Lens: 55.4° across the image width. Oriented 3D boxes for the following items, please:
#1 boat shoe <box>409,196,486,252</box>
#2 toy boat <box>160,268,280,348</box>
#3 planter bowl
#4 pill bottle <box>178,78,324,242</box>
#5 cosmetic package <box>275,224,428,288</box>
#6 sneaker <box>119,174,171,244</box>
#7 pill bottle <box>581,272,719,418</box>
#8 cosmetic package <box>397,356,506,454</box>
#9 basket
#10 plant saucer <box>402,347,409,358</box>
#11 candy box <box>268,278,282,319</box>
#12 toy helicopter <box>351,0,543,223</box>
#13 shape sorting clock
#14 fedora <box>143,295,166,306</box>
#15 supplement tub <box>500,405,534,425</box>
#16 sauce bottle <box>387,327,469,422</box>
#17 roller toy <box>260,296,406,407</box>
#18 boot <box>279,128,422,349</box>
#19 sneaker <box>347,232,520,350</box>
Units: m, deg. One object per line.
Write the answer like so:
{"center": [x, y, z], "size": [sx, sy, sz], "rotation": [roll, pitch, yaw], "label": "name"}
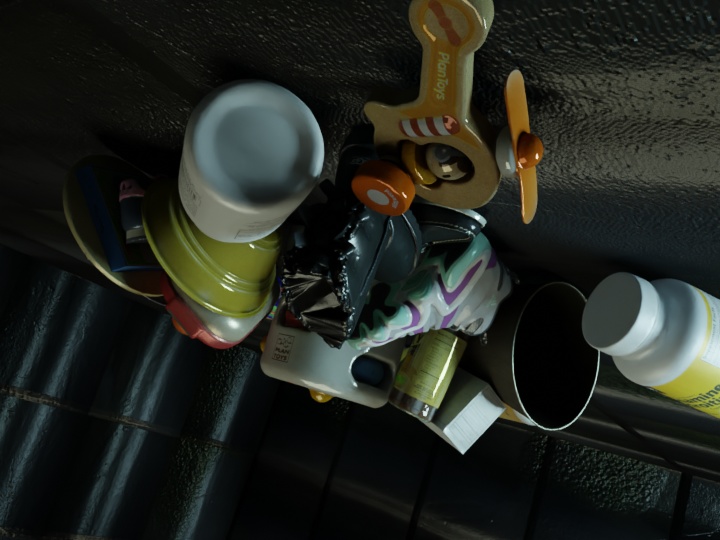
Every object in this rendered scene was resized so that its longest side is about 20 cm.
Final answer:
{"center": [0.040, -0.041, 0.735], "size": [0.199, 0.061, 0.076], "rotation": [6, 161, 44], "label": "boat shoe"}
{"center": [-0.196, 0.037, 0.896], "size": [0.131, 0.131, 0.200], "rotation": [51, -156, -4], "label": "toy boat"}
{"center": [-0.154, -0.050, 0.819], "size": [0.083, 0.201, 0.200], "rotation": [-35, 137, 25], "label": "planter bowl"}
{"center": [-0.111, -0.087, 0.639], "size": [0.114, 0.115, 0.200], "rotation": [22, 166, -13], "label": "pill bottle"}
{"center": [0.000, 0.000, 0.912], "size": [0.199, 0.082, 0.113], "rotation": [6, 164, 39], "label": "cosmetic package"}
{"center": [-0.228, -0.086, 0.885], "size": [0.070, 0.082, 0.200], "rotation": [-11, -175, 24], "label": "sneaker"}
{"center": [0.330, 0.075, 0.698], "size": [0.199, 0.113, 0.112], "rotation": [23, 166, -17], "label": "pill bottle"}
{"center": [0.104, 0.166, 0.918], "size": [0.051, 0.082, 0.200], "rotation": [52, 169, -20], "label": "cosmetic package"}
{"center": [0.188, 0.091, 0.897], "size": [0.135, 0.181, 0.200], "rotation": [-11, -169, -25], "label": "basket"}
{"center": [0.200, 0.243, 1.692], "size": [0.199, 0.049, 0.200], "rotation": [9, 164, 33], "label": "plant saucer"}
{"center": [-0.128, 0.064, 1.354], "size": [0.168, 0.077, 0.200], "rotation": [15, 167, 13], "label": "candy box"}
{"center": [0.064, -0.101, 0.446], "size": [0.132, 0.079, 0.200], "rotation": [22, 155, 15], "label": "toy helicopter"}
{"center": [-0.296, -0.058, 0.883], "size": [0.039, 0.201, 0.200], "rotation": [-27, 147, 19], "label": "shape sorting clock"}
{"center": [-0.281, -0.041, 1.039], "size": [0.090, 0.177, 0.200], "rotation": [-29, 123, 31], "label": "fedora"}
{"center": [0.250, 0.170, 1.116], "size": [0.144, 0.145, 0.200], "rotation": [29, 163, -37], "label": "supplement tub"}
{"center": [0.101, 0.084, 0.847], "size": [0.064, 0.201, 0.065], "rotation": [25, 172, 4], "label": "sauce bottle"}
{"center": [-0.039, 0.109, 0.931], "size": [0.199, 0.140, 0.182], "rotation": [17, 169, -1], "label": "roller toy"}
{"center": [-0.003, -0.006, 0.607], "size": [0.073, 0.163, 0.199], "rotation": [7, 144, 17], "label": "boot"}
{"center": [0.092, 0.053, 0.783], "size": [0.200, 0.078, 0.140], "rotation": [-36, 124, 23], "label": "sneaker"}
